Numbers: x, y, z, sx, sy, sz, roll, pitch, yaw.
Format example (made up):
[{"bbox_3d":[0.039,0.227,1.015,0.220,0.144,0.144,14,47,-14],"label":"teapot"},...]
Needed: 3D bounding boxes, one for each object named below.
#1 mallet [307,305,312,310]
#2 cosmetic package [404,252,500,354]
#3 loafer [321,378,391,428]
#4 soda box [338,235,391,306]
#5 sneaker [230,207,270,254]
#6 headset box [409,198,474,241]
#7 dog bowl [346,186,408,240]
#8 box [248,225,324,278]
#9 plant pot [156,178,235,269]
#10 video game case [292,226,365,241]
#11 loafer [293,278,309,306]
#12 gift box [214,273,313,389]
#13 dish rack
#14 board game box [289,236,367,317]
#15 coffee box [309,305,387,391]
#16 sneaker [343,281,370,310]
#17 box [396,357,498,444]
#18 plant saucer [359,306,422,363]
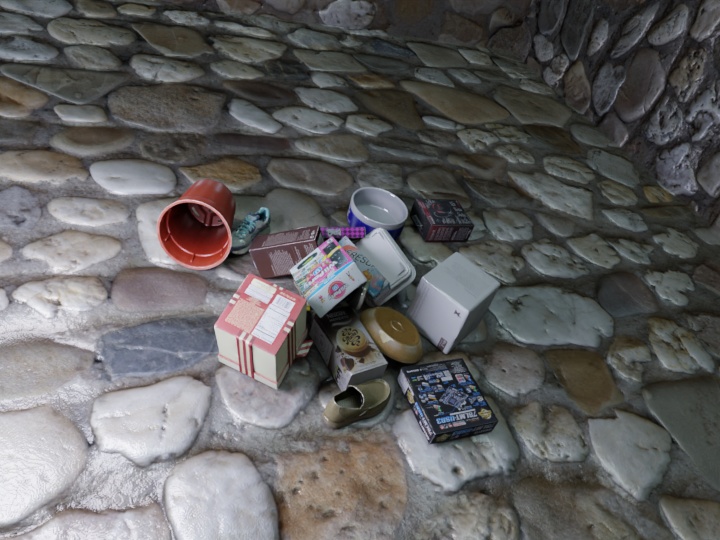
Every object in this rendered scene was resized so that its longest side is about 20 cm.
[{"bbox_3d":[-0.133,0.100,1.467,0.066,0.197,0.042,-44,111,-37],"label":"mallet"},{"bbox_3d":[0.258,0.088,1.645,0.164,0.167,0.198,37,41,21],"label":"cosmetic package"},{"bbox_3d":[0.001,0.303,1.365,0.197,0.068,0.076,-21,54,-39],"label":"loafer"},{"bbox_3d":[0.000,0.000,1.618,0.063,0.069,0.200,-39,65,-10],"label":"soda box"},{"bbox_3d":[-0.329,-0.123,1.692,0.076,0.088,0.200,27,40,10],"label":"sneaker"},{"bbox_3d":[0.271,-0.174,2.019,0.195,0.076,0.150,-1,44,-25],"label":"headset box"},{"bbox_3d":[0.055,-0.185,1.936,0.195,0.080,0.203,12,41,-10],"label":"dog bowl"},{"bbox_3d":[-0.192,-0.048,1.590,0.194,0.102,0.076,-9,35,14],"label":"box"},{"bbox_3d":[-0.430,-0.142,1.602,0.195,0.205,0.197,14,31,-7],"label":"plant pot"},{"bbox_3d":[-0.108,-0.104,1.720,0.195,0.037,0.180,-2,0,-24],"label":"video game case"},{"bbox_3d":[-0.133,0.043,1.605,0.068,0.075,0.202,42,17,-33],"label":"loafer"},{"bbox_3d":[-0.213,0.140,1.360,0.181,0.189,0.201,27,55,12],"label":"gift box"},{"bbox_3d":[0.045,-0.017,1.677,0.170,0.044,0.202,-35,65,0],"label":"dish rack"},{"bbox_3d":[-0.083,0.011,1.448,0.147,0.065,0.200,-39,29,-2],"label":"board game box"},{"bbox_3d":[-0.034,0.194,1.464,0.111,0.081,0.201,-11,48,-33],"label":"coffee box"},{"bbox_3d":[-0.044,0.045,1.498,0.104,0.200,0.076,26,82,-11],"label":"sneaker"},{"bbox_3d":[0.215,0.320,1.455,0.195,0.050,0.201,-4,46,-27],"label":"box"},{"bbox_3d":[0.089,0.159,1.550,0.197,0.036,0.202,26,27,-14],"label":"plant saucer"}]
